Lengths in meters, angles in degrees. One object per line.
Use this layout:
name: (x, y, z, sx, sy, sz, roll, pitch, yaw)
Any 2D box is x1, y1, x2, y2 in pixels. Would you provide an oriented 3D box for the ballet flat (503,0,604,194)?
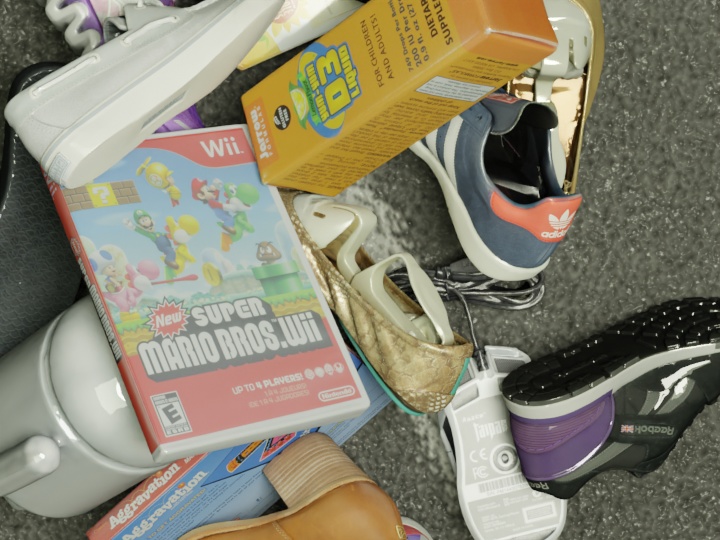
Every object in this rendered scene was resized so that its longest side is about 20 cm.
ballet flat: (0.122, -0.110, 1.130, 0.068, 0.063, 0.201, 2, 96, -2)

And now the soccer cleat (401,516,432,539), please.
soccer cleat: (-0.026, 0.246, 1.163, 0.068, 0.073, 0.200, 42, 94, -6)

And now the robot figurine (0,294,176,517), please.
robot figurine: (-0.165, 0.082, 1.095, 0.200, 0.170, 0.113, -32, 102, 41)

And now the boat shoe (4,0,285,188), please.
boat shoe: (-0.126, -0.125, 1.049, 0.069, 0.072, 0.200, 45, 63, 4)

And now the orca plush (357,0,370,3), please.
orca plush: (0.079, -0.213, 1.094, 0.200, 0.071, 0.105, -38, 55, -3)

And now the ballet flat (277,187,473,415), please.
ballet flat: (0.000, 0.000, 1.116, 0.200, 0.070, 0.065, 47, 114, 13)

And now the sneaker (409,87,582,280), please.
sneaker: (0.072, -0.095, 1.089, 0.075, 0.085, 0.200, -16, 65, -39)

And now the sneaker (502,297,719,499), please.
sneaker: (0.185, 0.082, 1.145, 0.199, 0.076, 0.088, -19, 112, -17)

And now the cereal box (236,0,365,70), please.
cereal box: (-0.015, -0.231, 1.126, 0.199, 0.040, 0.144, -23, 97, 1)

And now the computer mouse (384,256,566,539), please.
computer mouse: (0.082, 0.089, 1.165, 0.109, 0.044, 0.201, -12, 91, -4)

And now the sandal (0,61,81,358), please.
sandal: (-0.211, -0.035, 1.142, 0.076, 0.043, 0.201, 13, 100, -27)

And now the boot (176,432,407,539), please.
boot: (-0.049, 0.216, 1.112, 0.200, 0.074, 0.155, -49, 50, 13)

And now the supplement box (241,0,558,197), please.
supplement box: (0.018, -0.116, 1.049, 0.200, 0.069, 0.067, -33, 66, 41)

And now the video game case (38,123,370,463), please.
video game case: (-0.091, 0.007, 1.039, 0.143, 0.017, 0.200, -10, 66, -35)

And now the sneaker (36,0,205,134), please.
sneaker: (-0.141, -0.156, 1.116, 0.088, 0.080, 0.200, -35, 95, -5)

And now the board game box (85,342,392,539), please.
board game box: (-0.073, 0.122, 1.140, 0.200, 0.103, 0.019, -41, 57, 3)
